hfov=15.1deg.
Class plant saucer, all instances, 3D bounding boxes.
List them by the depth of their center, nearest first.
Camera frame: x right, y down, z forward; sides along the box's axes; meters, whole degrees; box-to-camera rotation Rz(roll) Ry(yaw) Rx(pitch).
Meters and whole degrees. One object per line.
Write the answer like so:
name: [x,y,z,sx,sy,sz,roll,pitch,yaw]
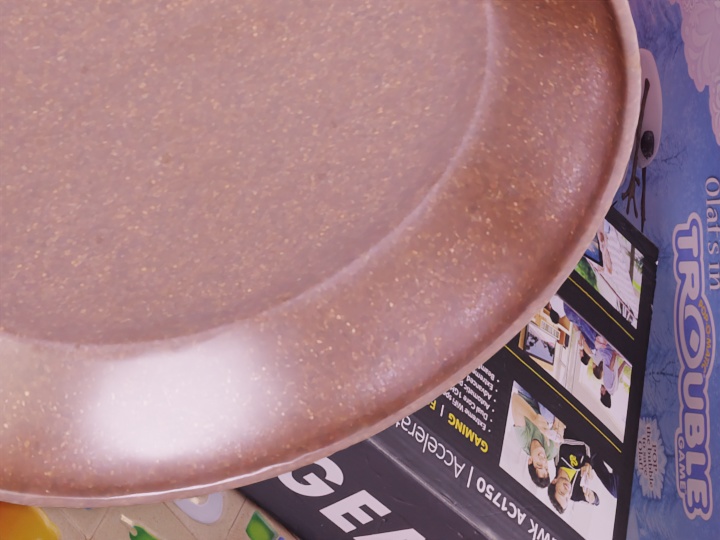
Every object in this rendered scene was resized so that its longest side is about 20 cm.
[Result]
plant saucer: [-0.037,-0.026,0.599,0.201,0.199,0.037,84,-14,-48]

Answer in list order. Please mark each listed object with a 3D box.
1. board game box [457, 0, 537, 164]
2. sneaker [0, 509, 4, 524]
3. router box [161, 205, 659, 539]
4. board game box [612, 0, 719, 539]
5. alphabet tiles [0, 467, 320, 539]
board game box: [0.007,-0.136,0.623,0.032,0.120,0.201,-25,136,-32]
sneaker: [-0.168,0.094,0.628,0.199,0.073,0.113,3,109,-54]
router box: [0.000,0.000,0.756,0.200,0.051,0.150,41,41,-29]
board game box: [0.103,-0.009,0.879,0.199,0.043,0.202,176,-88,-73]
alphabet tiles: [-0.065,0.060,0.680,0.200,0.006,0.167,48,30,-13]
